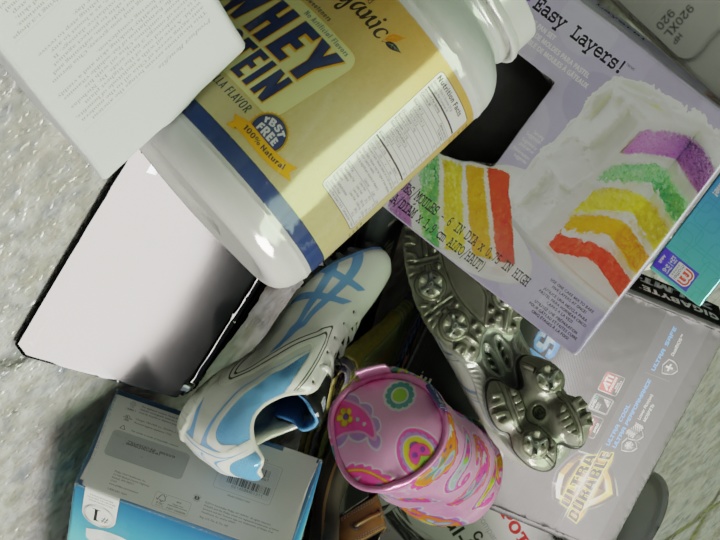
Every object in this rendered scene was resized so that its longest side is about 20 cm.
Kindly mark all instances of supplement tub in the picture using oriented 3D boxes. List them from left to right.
[{"bbox_3d":[-0.018,-0.105,1.206,0.200,0.144,0.145,-43,157,-7],"label":"supplement tub"}]

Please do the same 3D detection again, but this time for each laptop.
[{"bbox_3d":[-0.098,-0.024,1.376,0.178,0.103,0.200,-56,-179,24],"label":"laptop"}]

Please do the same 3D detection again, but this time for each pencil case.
[{"bbox_3d":[0.039,0.118,1.491,0.087,0.087,0.200,-46,159,1],"label":"pencil case"}]

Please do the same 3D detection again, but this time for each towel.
[{"bbox_3d":[0.016,0.065,1.633,0.200,0.023,0.144,-45,160,-45],"label":"towel"}]

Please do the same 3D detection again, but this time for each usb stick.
[{"bbox_3d":[0.000,0.000,1.550,0.055,0.033,0.201,-31,152,-34],"label":"usb stick"}]

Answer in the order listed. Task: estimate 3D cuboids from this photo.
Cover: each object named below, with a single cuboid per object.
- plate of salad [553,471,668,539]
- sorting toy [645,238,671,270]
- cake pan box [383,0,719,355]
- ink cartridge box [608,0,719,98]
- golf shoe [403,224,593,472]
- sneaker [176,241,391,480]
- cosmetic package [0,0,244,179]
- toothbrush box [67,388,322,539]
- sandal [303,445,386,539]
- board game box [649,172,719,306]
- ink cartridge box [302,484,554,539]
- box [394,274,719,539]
[{"bbox_3d":[0.157,0.226,1.714,0.199,0.048,0.200,-37,-166,11],"label":"plate of salad"},{"bbox_3d":[0.151,-0.054,1.530,0.107,0.180,0.200,-49,157,10],"label":"sorting toy"},{"bbox_3d":[0.115,-0.079,1.418,0.185,0.200,0.052,-52,177,12],"label":"cake pan box"},{"bbox_3d":[0.269,-0.197,1.539,0.147,0.145,0.200,-49,157,11],"label":"ink cartridge box"},{"bbox_3d":[0.077,0.047,1.522,0.078,0.201,0.097,-23,175,-16],"label":"golf shoe"},{"bbox_3d":[-0.036,0.059,1.447,0.200,0.072,0.072,-47,168,-33],"label":"sneaker"},{"bbox_3d":[-0.134,-0.134,1.054,0.101,0.071,0.200,-43,157,-6],"label":"cosmetic package"},{"bbox_3d":[-0.117,0.190,1.495,0.201,0.145,0.086,104,6,-48],"label":"toothbrush box"},{"bbox_3d":[-0.012,0.184,1.534,0.082,0.054,0.201,105,-1,-46],"label":"sandal"},{"bbox_3d":[0.274,-0.085,1.439,0.201,0.045,0.152,-56,173,28],"label":"board game box"},{"bbox_3d":[0.026,0.192,1.699,0.199,0.147,0.083,-34,-172,1],"label":"ink cartridge box"},{"bbox_3d":[0.129,0.079,1.601,0.050,0.197,0.201,-92,-154,-66],"label":"box"}]
